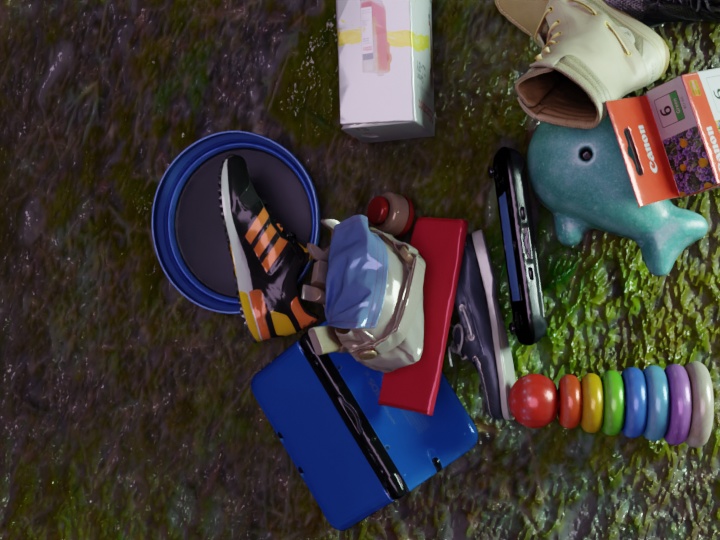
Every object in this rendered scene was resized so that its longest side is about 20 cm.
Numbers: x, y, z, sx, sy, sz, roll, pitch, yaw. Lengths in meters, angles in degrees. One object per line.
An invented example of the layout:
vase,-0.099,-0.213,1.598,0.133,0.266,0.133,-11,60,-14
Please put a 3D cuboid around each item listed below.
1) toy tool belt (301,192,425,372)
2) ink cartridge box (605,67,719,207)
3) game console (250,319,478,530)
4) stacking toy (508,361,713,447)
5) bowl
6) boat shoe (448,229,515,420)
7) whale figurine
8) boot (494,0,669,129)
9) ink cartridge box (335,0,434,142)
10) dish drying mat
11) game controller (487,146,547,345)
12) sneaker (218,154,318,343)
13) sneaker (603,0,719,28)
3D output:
toy tool belt,0.000,0.000,1.179,0.124,0.122,0.203,-28,54,48
ink cartridge box,0.328,-0.133,1.108,0.050,0.198,0.111,-22,84,51
game console,0.002,0.154,1.270,0.169,0.118,0.202,-30,83,-20
stacking toy,0.248,0.132,1.160,0.196,0.085,0.087,2,90,3
bowl,-0.137,-0.054,1.292,0.197,0.039,0.204,0,91,13
boat shoe,0.120,0.060,1.213,0.061,0.075,0.203,-12,86,11
whale figurine,0.257,-0.087,1.164,0.159,0.104,0.200,-45,79,9
boot,0.189,-0.222,1.148,0.199,0.155,0.073,36,139,19
ink cartridge box,0.028,-0.243,1.199,0.082,0.145,0.204,-1,90,12
dish drying mat,0.067,0.045,1.199,0.076,0.018,0.203,6,83,44
game controller,0.161,-0.025,1.188,0.041,0.104,0.203,-8,88,8
sneaker,-0.097,-0.029,1.235,0.089,0.070,0.203,-11,88,-2
sneaker,0.325,-0.285,1.145,0.196,0.114,0.078,7,90,15
